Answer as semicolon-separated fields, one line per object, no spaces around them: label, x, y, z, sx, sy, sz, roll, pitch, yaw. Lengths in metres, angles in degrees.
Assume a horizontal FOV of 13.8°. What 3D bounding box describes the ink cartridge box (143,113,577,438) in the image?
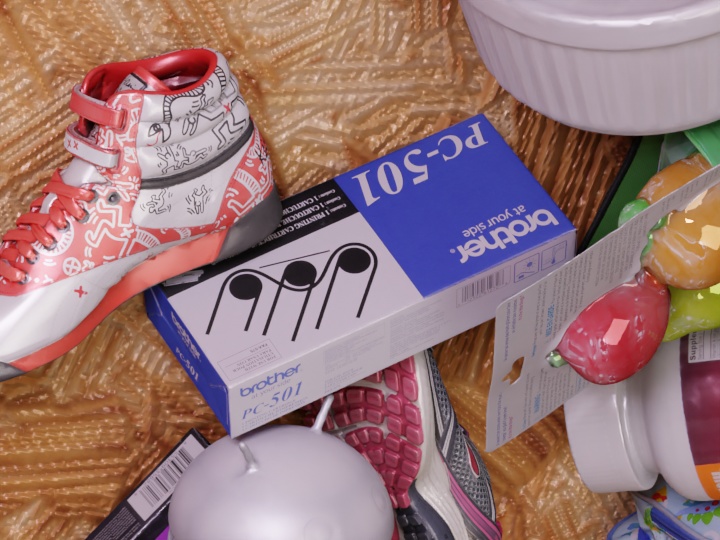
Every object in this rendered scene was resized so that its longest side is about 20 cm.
ink cartridge box;0.000;0.000;1.487;0.199;0.094;0.044;-24;144;-19

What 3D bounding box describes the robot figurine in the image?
robot figurine;-0.042;0.162;1.491;0.170;0.112;0.201;-40;140;-57

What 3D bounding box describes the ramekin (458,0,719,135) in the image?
ramekin;0.135;-0.152;1.437;0.202;0.202;0.095;-28;136;-15

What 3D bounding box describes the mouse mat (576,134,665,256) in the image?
mouse mat;0.194;-0.052;1.568;0.160;0.008;0.200;-14;151;-24

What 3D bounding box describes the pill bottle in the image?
pill bottle;0.215;0.065;1.582;0.199;0.110;0.110;-8;126;20

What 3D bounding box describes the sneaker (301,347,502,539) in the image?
sneaker;0.024;0.089;1.570;0.075;0.080;0.201;-44;133;-40

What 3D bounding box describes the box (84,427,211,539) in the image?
box;-0.075;0.194;1.581;0.143;0.036;0.200;-46;128;-3

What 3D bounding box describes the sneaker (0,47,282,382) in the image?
sneaker;-0.136;-0.032;1.416;0.201;0.067;0.108;-28;124;-19

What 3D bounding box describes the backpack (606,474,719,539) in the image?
backpack;0.249;0.168;1.652;0.182;0.200;0.148;-26;124;-15

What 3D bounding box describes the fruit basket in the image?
fruit basket;0.140;-0.002;1.471;0.199;0.094;0.185;-28;158;-11
